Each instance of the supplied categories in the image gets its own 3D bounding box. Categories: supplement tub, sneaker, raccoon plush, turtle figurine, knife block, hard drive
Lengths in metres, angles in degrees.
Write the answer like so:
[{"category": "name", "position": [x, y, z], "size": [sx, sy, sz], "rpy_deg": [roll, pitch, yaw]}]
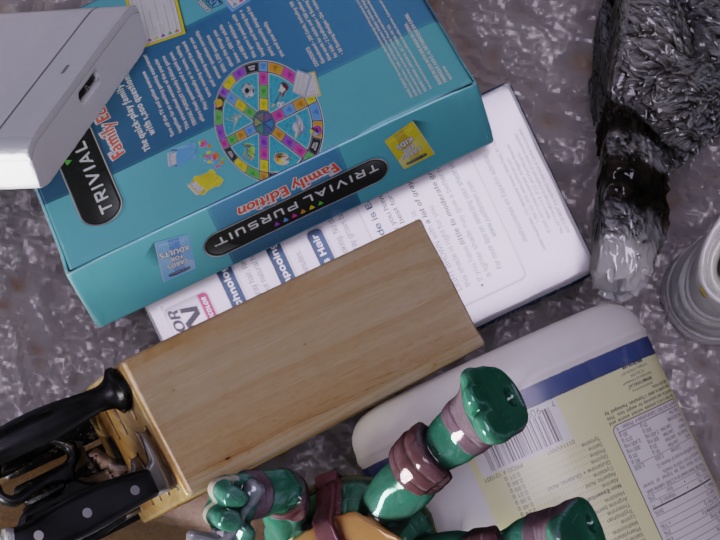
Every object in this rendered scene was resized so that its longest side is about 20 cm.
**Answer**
[{"category": "supplement tub", "position": [0.097, 0.131, 1.029], "size": [0.145, 0.145, 0.200], "rpy_deg": [-24, 85, -2]}, {"category": "sneaker", "position": [0.236, -0.033, 1.061], "size": [0.200, 0.116, 0.074], "rpy_deg": [-34, 84, -5]}, {"category": "raccoon plush", "position": [0.178, -0.074, 1.075], "size": [0.134, 0.097, 0.200], "rpy_deg": [7, 82, -3]}, {"category": "turtle figurine", "position": [-0.006, 0.124, 0.946], "size": [0.200, 0.101, 0.150], "rpy_deg": [-31, 113, 23]}, {"category": "knife block", "position": [-0.065, 0.058, 0.953], "size": [0.200, 0.176, 0.064], "rpy_deg": [-29, 87, 20]}, {"category": "hard drive", "position": [-0.212, -0.076, 1.035], "size": [0.200, 0.132, 0.027], "rpy_deg": [-2, 123, 20]}]

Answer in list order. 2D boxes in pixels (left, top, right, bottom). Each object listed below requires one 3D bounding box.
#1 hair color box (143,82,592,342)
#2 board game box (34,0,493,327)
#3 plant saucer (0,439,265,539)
[{"category": "hair color box", "position": [0.000, 0.000, 1.084], "size": [0.200, 0.061, 0.100], "rpy_deg": [-25, 86, -2]}, {"category": "board game box", "position": [-0.060, -0.081, 1.065], "size": [0.200, 0.047, 0.151], "rpy_deg": [-25, 53, -2]}, {"category": "plant saucer", "position": [-0.095, 0.165, 1.039], "size": [0.200, 0.035, 0.200], "rpy_deg": [11, 46, -12]}]
